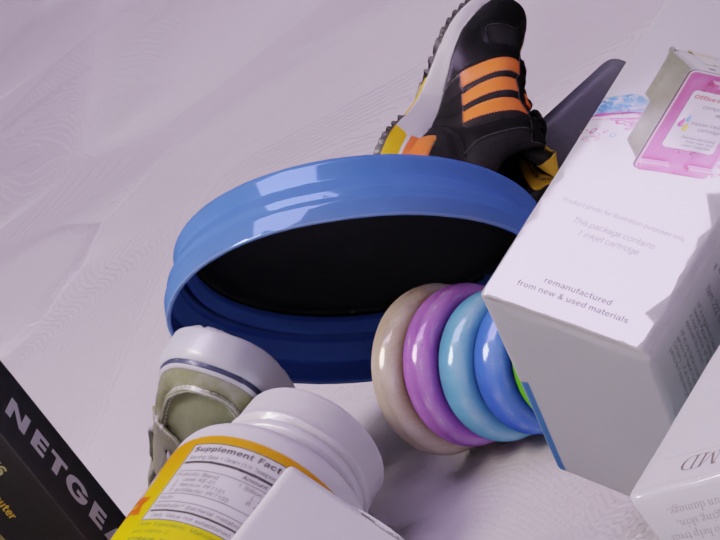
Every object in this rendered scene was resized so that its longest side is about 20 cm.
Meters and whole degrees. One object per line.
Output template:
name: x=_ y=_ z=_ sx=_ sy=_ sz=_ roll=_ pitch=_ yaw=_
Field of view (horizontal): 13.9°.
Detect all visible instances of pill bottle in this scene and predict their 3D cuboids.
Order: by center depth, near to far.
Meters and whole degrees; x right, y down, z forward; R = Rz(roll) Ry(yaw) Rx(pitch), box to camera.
pill bottle: x=-0.066 y=0.148 z=1.377 sx=0.109 sy=0.109 sz=0.200 roll=-19 pitch=26 yaw=44

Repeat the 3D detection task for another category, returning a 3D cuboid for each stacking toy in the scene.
stacking toy: x=0.098 y=0.041 z=1.384 sx=0.200 sy=0.085 sz=0.085 roll=-8 pitch=35 yaw=48

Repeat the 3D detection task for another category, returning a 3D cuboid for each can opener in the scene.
can opener: x=0.071 y=-0.051 z=1.639 sx=0.200 sy=0.067 sz=0.053 roll=-43 pitch=-22 yaw=-14

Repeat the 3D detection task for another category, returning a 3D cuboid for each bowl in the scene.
bowl: x=0.000 y=0.000 z=1.482 sx=0.201 sy=0.201 sz=0.039 roll=-25 pitch=59 yaw=34

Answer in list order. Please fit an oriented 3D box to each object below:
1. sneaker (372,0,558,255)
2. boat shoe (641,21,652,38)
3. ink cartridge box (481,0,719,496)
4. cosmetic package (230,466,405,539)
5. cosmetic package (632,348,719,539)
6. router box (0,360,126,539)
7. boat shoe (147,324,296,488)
sneaker: x=0.071 y=-0.073 z=1.596 sx=0.090 sy=0.070 sz=0.200 roll=17 pitch=43 yaw=13
boat shoe: x=0.204 y=-0.127 z=1.598 sx=0.072 sy=0.076 sz=0.200 roll=19 pitch=71 yaw=26
ink cartridge box: x=0.149 y=-0.017 z=1.243 sx=0.085 sy=0.145 sz=0.200 roll=21 pitch=65 yaw=30
cosmetic package: x=-0.050 y=0.191 z=1.237 sx=0.200 sy=0.102 sz=0.074 roll=-49 pitch=-11 yaw=-34
cosmetic package: x=0.195 y=0.035 z=1.119 sx=0.102 sy=0.074 sz=0.200 roll=-19 pitch=25 yaw=45
router box: x=-0.198 y=0.150 z=1.470 sx=0.157 sy=0.200 sz=0.052 roll=-32 pitch=16 yaw=19
boat shoe: x=-0.075 y=0.091 z=1.515 sx=0.200 sy=0.072 sz=0.062 roll=95 pitch=-163 yaw=-65
